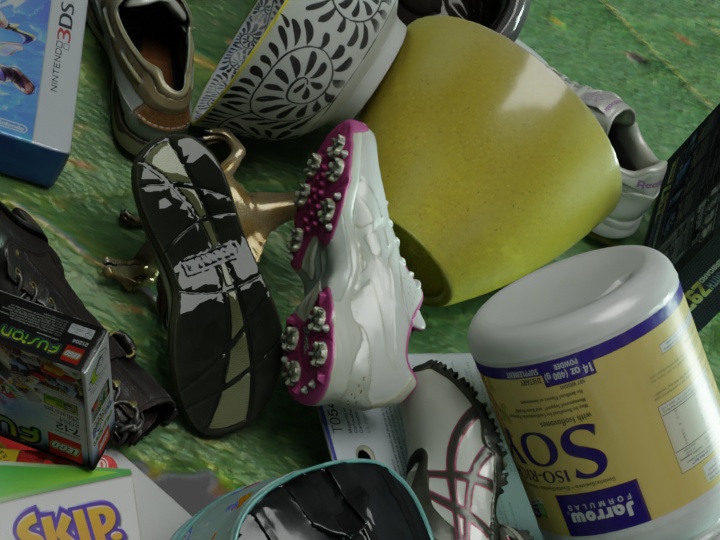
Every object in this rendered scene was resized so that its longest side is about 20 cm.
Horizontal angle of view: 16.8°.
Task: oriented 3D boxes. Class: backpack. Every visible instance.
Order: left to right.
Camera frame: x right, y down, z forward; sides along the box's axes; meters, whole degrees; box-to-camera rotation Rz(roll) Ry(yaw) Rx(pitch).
[{"bbox_3d":[-0.030,0.218,1.469,0.175,0.153,0.202,-18,94,-37],"label":"backpack"}]

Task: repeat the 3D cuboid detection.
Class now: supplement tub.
[{"bbox_3d":[0.166,0.101,1.592,0.145,0.145,0.201,-35,109,-42],"label":"supplement tub"}]

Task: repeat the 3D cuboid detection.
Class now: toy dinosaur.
[{"bbox_3d":[-0.092,-0.042,1.686,0.199,0.058,0.102,-20,66,-12],"label":"toy dinosaur"}]

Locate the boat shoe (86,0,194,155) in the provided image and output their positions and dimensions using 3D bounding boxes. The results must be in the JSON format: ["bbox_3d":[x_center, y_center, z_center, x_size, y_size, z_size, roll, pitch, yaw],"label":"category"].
[{"bbox_3d":[-0.152,-0.178,1.749,0.074,0.069,0.201,2,54,-27],"label":"boat shoe"}]

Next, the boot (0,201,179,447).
[{"bbox_3d":[-0.192,0.038,1.525,0.174,0.069,0.200,49,12,12],"label":"boot"}]

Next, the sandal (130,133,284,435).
[{"bbox_3d":[-0.104,0.009,1.625,0.079,0.057,0.203,-12,88,-18],"label":"sandal"}]

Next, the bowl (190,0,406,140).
[{"bbox_3d":[-0.029,-0.163,1.728,0.094,0.201,0.201,33,47,-11],"label":"bowl"}]

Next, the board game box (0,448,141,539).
[{"bbox_3d":[-0.172,0.193,1.441,0.095,0.030,0.201,6,54,-29],"label":"board game box"}]

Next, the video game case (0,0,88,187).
[{"bbox_3d":[-0.289,-0.167,1.676,0.199,0.045,0.182,17,50,-20],"label":"video game case"}]

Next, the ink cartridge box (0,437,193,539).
[{"bbox_3d":[-0.208,0.177,1.475,0.176,0.045,0.200,40,46,-1],"label":"ink cartridge box"}]

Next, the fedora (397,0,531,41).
[{"bbox_3d":[0.037,-0.231,1.864,0.200,0.090,0.177,42,80,-1],"label":"fedora"}]

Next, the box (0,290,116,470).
[{"bbox_3d":[-0.244,0.046,1.457,0.199,0.110,0.035,19,55,11],"label":"box"}]

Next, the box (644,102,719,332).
[{"bbox_3d":[0.275,-0.051,1.856,0.051,0.158,0.201,30,46,-9],"label":"box"}]

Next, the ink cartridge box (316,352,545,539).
[{"bbox_3d":[0.063,0.150,1.662,0.199,0.043,0.198,0,59,-29],"label":"ink cartridge box"}]

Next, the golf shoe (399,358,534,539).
[{"bbox_3d":[0.053,0.150,1.582,0.087,0.077,0.201,-7,61,-23],"label":"golf shoe"}]

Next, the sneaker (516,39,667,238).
[{"bbox_3d":[0.164,-0.124,1.882,0.075,0.100,0.200,-31,74,-39],"label":"sneaker"}]

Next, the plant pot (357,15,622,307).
[{"bbox_3d":[0.065,-0.060,1.735,0.200,0.200,0.142,41,68,1],"label":"plant pot"}]

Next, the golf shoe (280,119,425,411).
[{"bbox_3d":[0.000,0.000,1.623,0.091,0.075,0.202,15,69,-27],"label":"golf shoe"}]
